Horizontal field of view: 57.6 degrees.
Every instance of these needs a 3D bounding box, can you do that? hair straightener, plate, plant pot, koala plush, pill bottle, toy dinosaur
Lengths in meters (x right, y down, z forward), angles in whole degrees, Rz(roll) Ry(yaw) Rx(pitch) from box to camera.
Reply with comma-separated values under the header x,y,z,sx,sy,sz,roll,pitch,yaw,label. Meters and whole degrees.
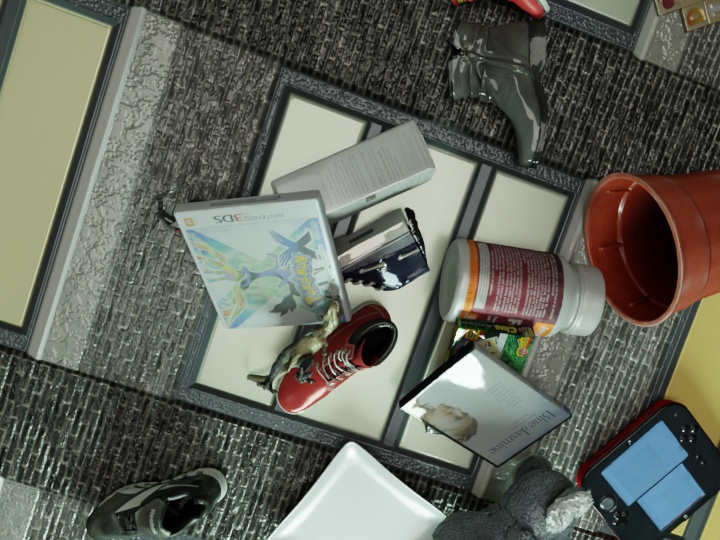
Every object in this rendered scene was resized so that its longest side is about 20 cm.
x,y,z,sx,sy,sz,roll,pitch,yaw,label
-0.185,-0.057,0.885,0.199,0.041,0.077,30,93,-3,hair straightener
-0.004,0.374,0.945,0.199,0.032,0.200,40,92,-9,plate
0.435,-0.046,0.863,0.194,0.201,0.203,-12,97,-11,plant pot
0.220,0.350,0.888,0.184,0.177,0.200,41,89,-8,koala plush
0.214,0.027,0.883,0.198,0.114,0.115,9,96,-5,pill bottle
-0.088,0.118,0.846,0.200,0.088,0.047,-39,107,25,toy dinosaur

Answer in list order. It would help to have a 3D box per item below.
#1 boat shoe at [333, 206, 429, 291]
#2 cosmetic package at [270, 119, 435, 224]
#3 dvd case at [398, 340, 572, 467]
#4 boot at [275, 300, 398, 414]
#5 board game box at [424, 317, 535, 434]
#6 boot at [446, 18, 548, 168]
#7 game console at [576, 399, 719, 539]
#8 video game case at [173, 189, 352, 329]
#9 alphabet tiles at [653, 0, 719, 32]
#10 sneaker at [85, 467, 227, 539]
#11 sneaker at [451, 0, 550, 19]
x,y,z,sx,sy,sz,roll,pitch,yaw,label
0.000,0.000,0.887,0.199,0.075,0.093,-25,114,9,boat shoe
-0.009,-0.115,0.852,0.199,0.102,0.075,-25,87,0,cosmetic package
0.171,0.189,0.893,0.199,0.018,0.143,34,117,-23,dvd case
-0.035,0.127,0.859,0.200,0.144,0.072,-43,99,3,boot
0.158,0.153,0.893,0.104,0.024,0.201,6,125,-6,board game box
0.180,-0.235,0.883,0.130,0.070,0.202,-2,89,2,boot
0.437,0.308,0.974,0.200,0.031,0.177,-40,97,1,game console
-0.117,-0.006,0.827,0.181,0.022,0.201,-4,130,12,video game case
0.490,-0.433,0.906,0.198,0.006,0.168,-19,98,-2,alphabet tiles
-0.283,0.327,0.889,0.198,0.091,0.067,-16,97,-2,sneaker
0.156,-0.384,0.864,0.199,0.077,0.085,31,113,-6,sneaker
